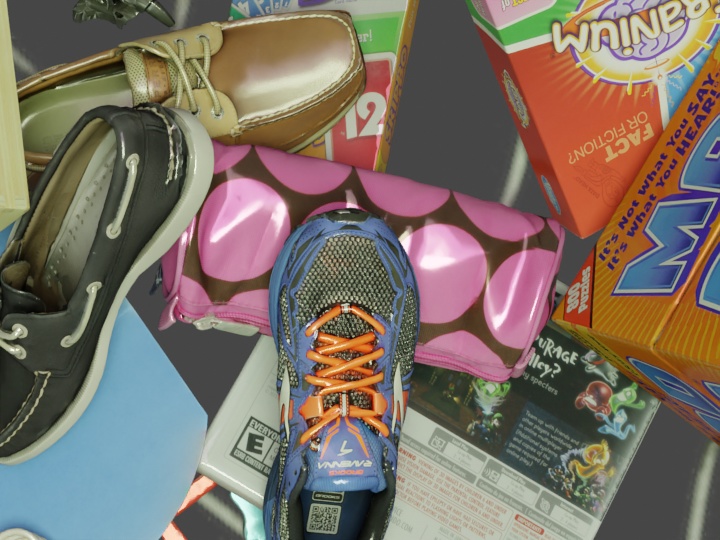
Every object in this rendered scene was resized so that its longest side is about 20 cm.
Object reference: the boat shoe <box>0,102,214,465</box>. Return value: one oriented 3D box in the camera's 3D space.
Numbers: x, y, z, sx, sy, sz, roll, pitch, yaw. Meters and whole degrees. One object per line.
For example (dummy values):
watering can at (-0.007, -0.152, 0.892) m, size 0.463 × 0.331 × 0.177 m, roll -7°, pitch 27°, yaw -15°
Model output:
boat shoe at (-0.141, 0.007, 0.949) m, size 0.074 × 0.060 × 0.200 m, roll 50°, pitch 115°, yaw 29°

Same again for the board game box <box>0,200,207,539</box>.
board game box at (-0.169, 0.069, 1.026) m, size 0.158 × 0.039 × 0.201 m, roll -38°, pitch 77°, yaw 6°

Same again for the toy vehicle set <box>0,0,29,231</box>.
toy vehicle set at (-0.209, -0.105, 0.988) m, size 0.026 × 0.124 × 0.202 m, roll 1°, pitch 73°, yaw -36°

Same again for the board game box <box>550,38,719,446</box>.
board game box at (0.255, 0.005, 0.972) m, size 0.199 × 0.200 × 0.201 m, roll 36°, pitch 82°, yaw -23°

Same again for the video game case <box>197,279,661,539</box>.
video game case at (0.041, 0.071, 1.047) m, size 0.199 × 0.023 × 0.183 m, roll 30°, pitch 73°, yaw -2°

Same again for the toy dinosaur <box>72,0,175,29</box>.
toy dinosaur at (-0.131, -0.191, 1.007) m, size 0.102 × 0.136 × 0.201 m, roll -28°, pitch 46°, yaw 7°

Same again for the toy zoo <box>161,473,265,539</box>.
toy zoo at (-0.063, 0.172, 1.042) m, size 0.200 × 0.020 × 0.132 m, roll -38°, pitch 89°, yaw -9°

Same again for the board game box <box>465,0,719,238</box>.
board game box at (0.135, -0.140, 1.039) m, size 0.152 × 0.040 × 0.201 m, roll -29°, pitch 115°, yaw -8°

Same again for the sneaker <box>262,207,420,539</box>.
sneaker at (-0.006, 0.068, 0.943) m, size 0.075 × 0.079 × 0.202 m, roll -2°, pitch 111°, yaw -7°

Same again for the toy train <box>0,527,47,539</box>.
toy train at (-0.221, 0.213, 0.982) m, size 0.199 × 0.056 × 0.151 m, roll -25°, pitch 97°, yaw 12°

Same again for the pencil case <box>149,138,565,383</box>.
pencil case at (0.000, 0.000, 1.000) m, size 0.198 × 0.091 × 0.094 m, roll 10°, pitch 64°, yaw -10°

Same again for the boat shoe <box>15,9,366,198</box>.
boat shoe at (-0.095, -0.082, 1.016) m, size 0.198 × 0.074 × 0.076 m, roll -18°, pitch 79°, yaw 6°

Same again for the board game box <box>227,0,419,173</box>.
board game box at (-0.017, -0.147, 1.062) m, size 0.095 × 0.030 × 0.202 m, roll 10°, pitch 81°, yaw 13°
